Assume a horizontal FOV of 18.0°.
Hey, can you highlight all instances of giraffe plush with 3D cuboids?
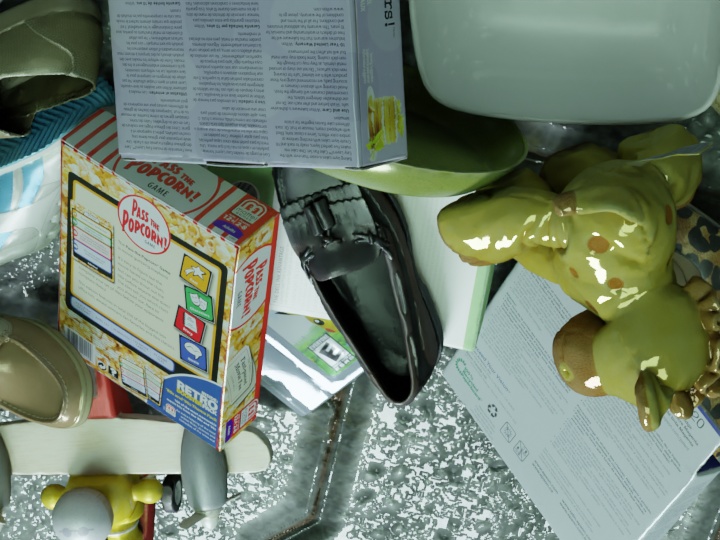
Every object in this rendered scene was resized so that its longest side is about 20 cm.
[{"bbox_3d":[0.164,0.010,1.399,0.200,0.172,0.162,-2,109,60],"label":"giraffe plush"}]

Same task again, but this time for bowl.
[{"bbox_3d":[0.131,-0.193,1.414,0.200,0.075,0.200,3,126,7],"label":"bowl"}]

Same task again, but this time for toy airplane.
[{"bbox_3d":[-0.192,0.140,1.669,0.199,0.141,0.200,37,124,-16],"label":"toy airplane"}]

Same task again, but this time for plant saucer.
[{"bbox_3d":[0.006,-0.092,1.429,0.200,0.200,0.031,16,112,-2],"label":"plant saucer"}]

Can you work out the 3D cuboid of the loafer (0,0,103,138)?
[{"bbox_3d":[-0.258,-0.117,1.507,0.200,0.068,0.076,-27,151,14],"label":"loafer"}]

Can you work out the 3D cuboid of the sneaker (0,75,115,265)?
[{"bbox_3d":[-0.232,-0.066,1.576,0.200,0.077,0.081,-37,133,28],"label":"sneaker"}]

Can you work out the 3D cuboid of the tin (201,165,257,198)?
[{"bbox_3d":[-0.127,-0.059,1.579,0.112,0.042,0.200,29,125,-17],"label":"tin"}]

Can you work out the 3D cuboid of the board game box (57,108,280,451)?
[{"bbox_3d":[-0.134,0.009,1.532,0.151,0.046,0.200,31,139,20],"label":"board game box"}]

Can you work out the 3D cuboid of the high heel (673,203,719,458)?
[{"bbox_3d":[0.201,0.037,1.526,0.200,0.143,0.071,44,158,-25],"label":"high heel"}]

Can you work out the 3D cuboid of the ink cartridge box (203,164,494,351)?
[{"bbox_3d":[-0.007,-0.031,1.531,0.200,0.048,0.146,12,126,5],"label":"ink cartridge box"}]

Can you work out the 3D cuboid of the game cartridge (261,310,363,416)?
[{"bbox_3d":[-0.025,0.011,1.614,0.133,0.040,0.200,41,122,-15],"label":"game cartridge"}]

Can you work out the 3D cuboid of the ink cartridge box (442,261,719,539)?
[{"bbox_3d":[0.158,0.086,1.543,0.196,0.043,0.200,55,140,21],"label":"ink cartridge box"}]

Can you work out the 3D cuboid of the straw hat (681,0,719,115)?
[{"bbox_3d":[0.295,-0.132,1.423,0.201,0.085,0.201,5,127,7],"label":"straw hat"}]

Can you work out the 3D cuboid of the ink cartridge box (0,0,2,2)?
[{"bbox_3d":[-0.317,-0.235,1.478,0.200,0.041,0.200,-35,115,30],"label":"ink cartridge box"}]

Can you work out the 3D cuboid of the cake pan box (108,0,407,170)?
[{"bbox_3d":[-0.068,-0.153,1.312,0.200,0.052,0.185,3,101,38],"label":"cake pan box"}]

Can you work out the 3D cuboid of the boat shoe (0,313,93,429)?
[{"bbox_3d":[-0.273,0.061,1.612,0.200,0.064,0.071,25,110,33],"label":"boat shoe"}]

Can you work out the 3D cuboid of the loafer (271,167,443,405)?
[{"bbox_3d":[0.000,0.000,1.484,0.072,0.063,0.200,-17,119,20],"label":"loafer"}]
